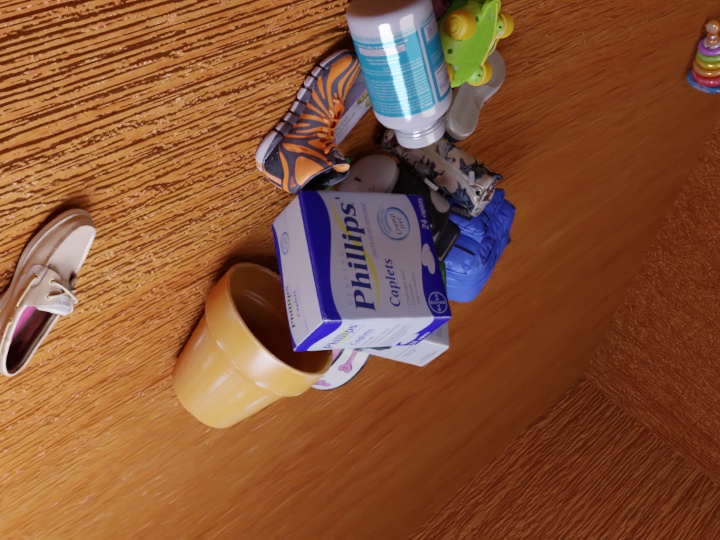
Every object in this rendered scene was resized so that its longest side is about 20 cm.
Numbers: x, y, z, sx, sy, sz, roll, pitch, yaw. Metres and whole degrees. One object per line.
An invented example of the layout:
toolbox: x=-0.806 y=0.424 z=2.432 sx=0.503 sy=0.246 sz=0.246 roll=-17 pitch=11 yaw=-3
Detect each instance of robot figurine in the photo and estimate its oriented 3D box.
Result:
robot figurine: x=0.057 y=-0.088 z=1.382 sx=0.150 sy=0.199 sz=0.126 roll=-37 pitch=-154 yaw=42

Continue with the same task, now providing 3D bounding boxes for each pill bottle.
pill bottle: x=0.057 y=-0.263 z=1.170 sx=0.110 sy=0.110 sz=0.202 roll=-39 pitch=131 yaw=-25

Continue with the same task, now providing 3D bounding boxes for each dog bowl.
dog bowl: x=-0.065 y=0.082 z=1.412 sx=0.073 sy=0.200 sz=0.201 roll=21 pitch=107 yaw=-44

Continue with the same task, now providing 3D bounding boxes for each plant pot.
plant pot: x=-0.171 y=0.124 z=1.300 sx=0.183 sy=0.201 sz=0.199 roll=-43 pitch=159 yaw=21

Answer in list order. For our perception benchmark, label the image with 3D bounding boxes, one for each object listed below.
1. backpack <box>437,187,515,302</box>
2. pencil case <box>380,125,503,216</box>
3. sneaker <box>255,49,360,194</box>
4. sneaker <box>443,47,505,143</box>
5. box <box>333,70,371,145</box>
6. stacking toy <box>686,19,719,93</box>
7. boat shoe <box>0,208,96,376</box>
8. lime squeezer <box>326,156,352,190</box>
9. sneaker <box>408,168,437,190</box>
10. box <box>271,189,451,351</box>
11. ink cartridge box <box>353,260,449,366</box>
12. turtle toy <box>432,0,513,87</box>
backpack: x=0.172 y=-0.061 z=1.620 sx=0.201 sy=0.161 sz=0.169 roll=-58 pitch=157 yaw=-28
pencil case: x=0.120 y=-0.169 z=1.379 sx=0.078 sy=0.199 sz=0.089 roll=-52 pitch=172 yaw=-2
sneaker: x=-0.041 y=-0.183 z=1.176 sx=0.201 sy=0.112 sz=0.077 roll=-54 pitch=155 yaw=6
sneaker: x=0.166 y=-0.282 z=1.458 sx=0.084 sy=0.075 sz=0.201 roll=-28 pitch=-155 yaw=56
box: x=0.002 y=-0.252 z=1.243 sx=0.201 sy=0.039 sz=0.041 roll=-50 pitch=153 yaw=-3
stacking toy: x=0.919 y=-0.571 z=2.341 sx=0.110 sy=0.116 sz=0.201 roll=-47 pitch=144 yaw=-15
boat shoe: x=-0.345 y=0.028 z=0.988 sx=0.201 sy=0.069 sz=0.074 roll=-55 pitch=155 yaw=7
lime squeezer: x=-0.078 y=-0.084 z=1.355 sx=0.202 sy=0.037 sz=0.071 roll=-60 pitch=-175 yaw=16
sneaker: x=0.102 y=-0.137 z=1.521 sx=0.201 sy=0.074 sz=0.100 roll=-56 pitch=157 yaw=-1
box: x=0.000 y=0.000 z=1.204 sx=0.197 sy=0.187 sz=0.105 roll=-1 pitch=158 yaw=-29
ink cartridge box: x=0.025 y=0.043 z=1.317 sx=0.198 sy=0.149 sz=0.083 roll=16 pitch=147 yaw=-23
turtle toy: x=0.141 y=-0.350 z=1.277 sx=0.145 sy=0.101 sz=0.202 roll=-18 pitch=139 yaw=-49
